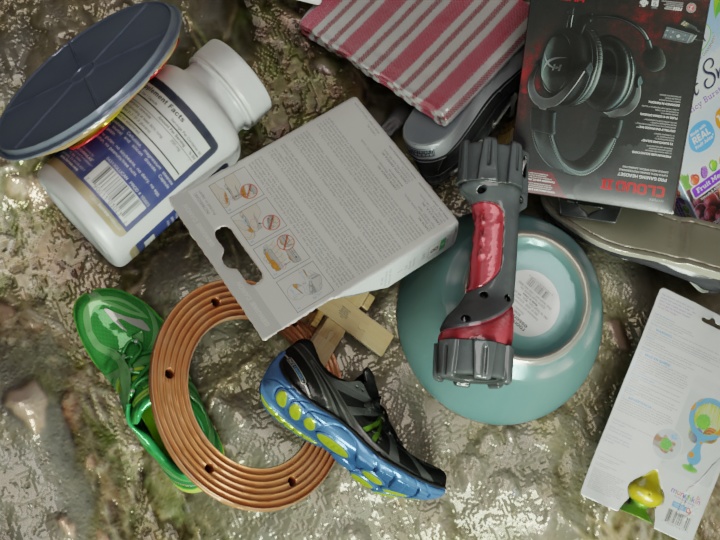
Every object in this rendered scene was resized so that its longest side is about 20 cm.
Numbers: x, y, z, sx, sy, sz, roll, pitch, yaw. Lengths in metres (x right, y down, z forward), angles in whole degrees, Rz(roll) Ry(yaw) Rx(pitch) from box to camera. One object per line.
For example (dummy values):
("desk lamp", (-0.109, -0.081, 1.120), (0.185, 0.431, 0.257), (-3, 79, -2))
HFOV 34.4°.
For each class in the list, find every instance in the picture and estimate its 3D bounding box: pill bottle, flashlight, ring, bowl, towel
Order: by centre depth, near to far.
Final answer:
("flashlight", (0.098, -0.007, 0.957), (0.067, 0.068, 0.203), (-2, 77, 23))
("ring", (-0.095, 0.106, 0.998), (0.199, 0.019, 0.203), (18, 60, -34))
("pill bottle", (-0.176, -0.109, 1.028), (0.200, 0.111, 0.111), (-44, 86, -13))
("bowl", (0.136, 0.031, 1.040), (0.198, 0.105, 0.204), (1, 78, -6))
("towel", (0.055, -0.229, 1.084), (0.199, 0.030, 0.146), (37, 75, 27))

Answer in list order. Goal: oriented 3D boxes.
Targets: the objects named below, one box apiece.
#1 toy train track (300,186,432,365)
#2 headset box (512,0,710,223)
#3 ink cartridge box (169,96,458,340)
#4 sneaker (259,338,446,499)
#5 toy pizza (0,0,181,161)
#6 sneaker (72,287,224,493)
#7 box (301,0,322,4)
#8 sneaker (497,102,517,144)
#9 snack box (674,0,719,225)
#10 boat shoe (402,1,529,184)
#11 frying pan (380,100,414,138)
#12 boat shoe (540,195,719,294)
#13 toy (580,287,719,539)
("toy train track", (0.000, 0.000, 1.056), (0.114, 0.032, 0.201), (38, 78, -27))
("headset box", (0.211, -0.144, 1.004), (0.147, 0.077, 0.203), (10, 107, 13))
("ink cartridge box", (-0.040, -0.042, 1.005), (0.199, 0.050, 0.162), (-32, 67, -15))
("sneaker", (0.005, 0.132, 1.005), (0.199, 0.071, 0.083), (40, 62, -15))
("toy pizza", (-0.232, -0.160, 1.011), (0.200, 0.199, 0.032), (-46, 125, -12))
("sneaker", (-0.177, 0.096, 1.000), (0.074, 0.084, 0.201), (-33, 84, -11))
("box", (-0.117, -0.339, 1.069), (0.197, 0.113, 0.103), (12, 59, -4))
("sneaker", (0.214, -0.173, 1.113), (0.090, 0.075, 0.201), (35, 83, -8))
("snack box", (0.322, -0.152, 1.090), (0.141, 0.053, 0.201), (-35, 107, -13))
("boat shoe", (0.115, -0.164, 1.086), (0.073, 0.068, 0.200), (18, 63, 32))
("frying pan", (-0.015, -0.110, 1.086), (0.114, 0.031, 0.192), (23, 75, -5))
("boat shoe", (0.255, -0.027, 1.074), (0.197, 0.063, 0.073), (20, 61, 4))
("toy", (0.283, 0.133, 1.067), (0.114, 0.047, 0.202), (24, 80, -5))
